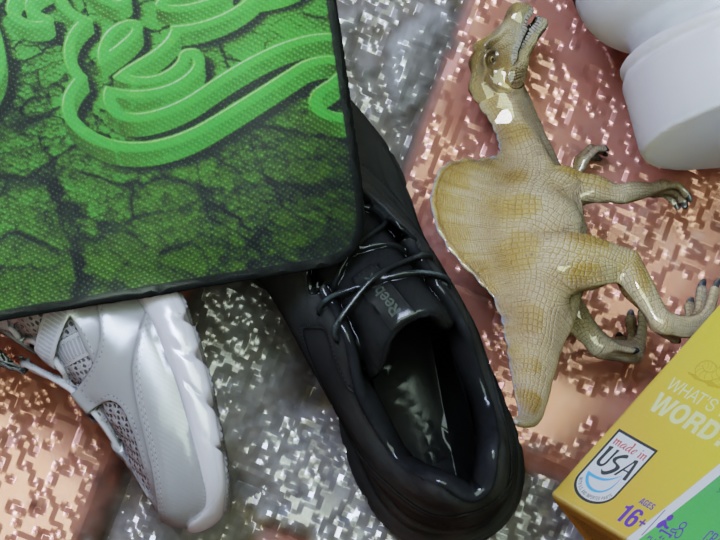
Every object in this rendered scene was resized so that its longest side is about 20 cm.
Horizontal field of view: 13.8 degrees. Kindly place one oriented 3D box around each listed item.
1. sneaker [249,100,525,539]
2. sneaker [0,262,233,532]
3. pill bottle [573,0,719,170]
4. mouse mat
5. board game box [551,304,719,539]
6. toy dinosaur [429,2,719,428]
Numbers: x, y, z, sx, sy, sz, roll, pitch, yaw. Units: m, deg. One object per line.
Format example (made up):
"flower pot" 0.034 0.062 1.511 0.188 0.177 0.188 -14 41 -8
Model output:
"sneaker" 0.000 0.000 1.021 0.076 0.091 0.200 -33 84 -7
"sneaker" -0.111 0.010 1.015 0.082 0.075 0.200 -31 74 -9
"pill bottle" 0.121 -0.145 1.058 0.114 0.114 0.201 -10 76 -13
"mouse mat" -0.103 -0.065 0.953 0.199 0.008 0.162 -10 101 -10
"board game box" 0.178 0.037 0.971 0.200 0.153 0.040 -47 125 -11
"toy dinosaur" 0.068 0.001 1.035 0.101 0.058 0.201 21 44 -24
